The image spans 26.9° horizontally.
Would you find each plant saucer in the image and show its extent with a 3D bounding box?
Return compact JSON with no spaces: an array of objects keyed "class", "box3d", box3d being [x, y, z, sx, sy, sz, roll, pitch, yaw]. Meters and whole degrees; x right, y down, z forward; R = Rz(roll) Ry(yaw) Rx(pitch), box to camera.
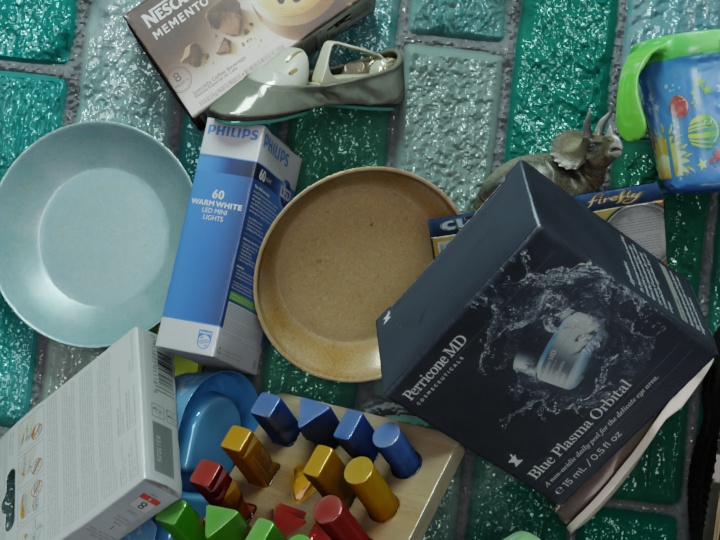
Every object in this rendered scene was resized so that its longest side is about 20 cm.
[{"class":"plant saucer","box3d":[-0.234,-0.032,1.349,0.199,0.039,0.203,-1,86,8]},{"class":"plant saucer","box3d":[0.000,0.000,1.319,0.198,0.035,0.202,-6,113,-14]}]

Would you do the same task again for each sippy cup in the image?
[{"class":"sippy cup","box3d":[0.305,-0.134,1.307,0.176,0.140,0.132,-3,89,3]}]

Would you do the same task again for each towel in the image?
[{"class":"towel","box3d":[-0.183,0.073,1.359,0.085,0.018,0.202,10,86,1]}]

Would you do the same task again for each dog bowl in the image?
[{"class":"dog bowl","box3d":[-0.150,0.182,1.309,0.049,0.111,0.202,9,85,35]}]

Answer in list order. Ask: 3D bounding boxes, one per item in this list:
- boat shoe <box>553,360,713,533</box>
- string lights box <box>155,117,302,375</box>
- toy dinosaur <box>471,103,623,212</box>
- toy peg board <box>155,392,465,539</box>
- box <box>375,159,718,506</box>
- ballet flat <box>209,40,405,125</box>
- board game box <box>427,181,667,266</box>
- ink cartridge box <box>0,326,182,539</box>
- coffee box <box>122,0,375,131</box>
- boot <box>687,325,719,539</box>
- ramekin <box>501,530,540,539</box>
[{"class":"boat shoe","box3d":[0.229,0.138,1.324,0.059,0.072,0.200,38,84,8]},{"class":"string lights box","box3d":[-0.111,-0.019,1.307,0.058,0.103,0.202,8,80,19]},{"class":"toy dinosaur","box3d":[0.158,-0.065,1.343,0.199,0.077,0.103,-23,88,25]},{"class":"toy peg board","box3d":[-0.051,0.181,1.230,0.198,0.098,0.200,10,57,35]},{"class":"box","box3d":[0.149,0.055,1.241,0.199,0.118,0.197,33,114,-19]},{"class":"ballet flat","box3d":[-0.045,-0.167,1.309,0.198,0.067,0.064,-10,113,-36]},{"class":"board game box","box3d":[0.165,0.006,1.300,0.198,0.035,0.137,-9,120,2]},{"class":"ink cartridge box","box3d":[-0.234,0.166,1.279,0.050,0.163,0.200,29,125,-35]},{"class":"coffee box","box3d":[-0.097,-0.231,1.346,0.199,0.080,0.114,-34,88,-2]},{"class":"boot","box3d":[0.368,0.158,1.321,0.137,0.077,0.202,11,88,-3]},{"class":"ramekin","box3d":[0.149,0.316,1.253,0.097,0.200,0.201,-33,86,-8]}]
